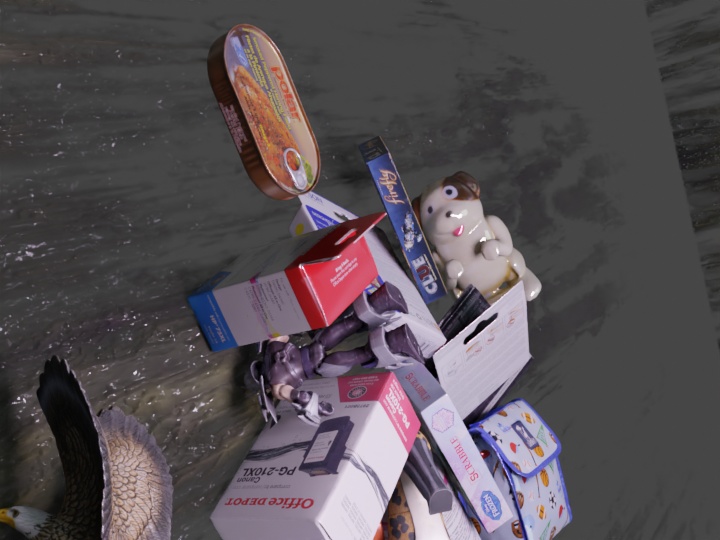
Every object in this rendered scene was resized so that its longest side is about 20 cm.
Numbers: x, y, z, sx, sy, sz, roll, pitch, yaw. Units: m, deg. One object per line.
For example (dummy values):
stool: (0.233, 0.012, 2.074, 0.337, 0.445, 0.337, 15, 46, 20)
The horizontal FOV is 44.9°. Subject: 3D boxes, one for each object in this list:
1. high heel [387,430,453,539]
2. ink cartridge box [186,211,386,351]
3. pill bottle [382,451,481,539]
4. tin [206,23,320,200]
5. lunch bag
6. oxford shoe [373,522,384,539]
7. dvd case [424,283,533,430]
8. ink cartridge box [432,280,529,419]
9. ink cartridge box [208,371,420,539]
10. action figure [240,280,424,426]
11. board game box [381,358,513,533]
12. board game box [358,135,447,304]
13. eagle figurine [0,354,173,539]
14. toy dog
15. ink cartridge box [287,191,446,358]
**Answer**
high heel: (0.052, 0.282, 0.979, 0.070, 0.143, 0.205, 1, 114, -20)
ink cartridge box: (-0.063, 0.011, 0.877, 0.116, 0.197, 0.068, -43, 114, -51)
pill bottle: (0.088, 0.333, 1.082, 0.203, 0.111, 0.114, 63, 37, -22)
tin: (-0.110, -0.180, 1.004, 0.111, 0.041, 0.204, -32, 103, -51)
lunch bag: (0.224, 0.306, 1.283, 0.169, 0.122, 0.205, -12, 89, -56)
oxford shoe: (-0.006, 0.364, 0.995, 0.071, 0.071, 0.205, -10, 100, -16)
dvd case: (0.163, 0.133, 1.267, 0.149, 0.016, 0.200, -50, 128, -7)
ink cartridge box: (0.155, 0.107, 1.175, 0.159, 0.047, 0.202, -38, 144, -14)
ink cartridge box: (-0.042, 0.207, 0.898, 0.085, 0.142, 0.201, 61, 38, -26)
action figure: (-0.039, 0.090, 0.902, 0.069, 0.196, 0.133, 47, 25, -56)
board game box: (0.097, 0.195, 1.093, 0.202, 0.041, 0.200, 61, -6, -24)
board game box: (0.055, -0.071, 1.166, 0.136, 0.034, 0.203, -103, 170, -73)
eagle figurine: (-0.211, 0.187, 0.678, 0.149, 0.151, 0.204, 28, 61, -24)
toy dog: (0.161, -0.048, 1.287, 0.201, 0.137, 0.196, 54, 23, -31)
ink cartridge box: (0.000, 0.000, 1.072, 0.196, 0.047, 0.202, 26, 25, -47)
